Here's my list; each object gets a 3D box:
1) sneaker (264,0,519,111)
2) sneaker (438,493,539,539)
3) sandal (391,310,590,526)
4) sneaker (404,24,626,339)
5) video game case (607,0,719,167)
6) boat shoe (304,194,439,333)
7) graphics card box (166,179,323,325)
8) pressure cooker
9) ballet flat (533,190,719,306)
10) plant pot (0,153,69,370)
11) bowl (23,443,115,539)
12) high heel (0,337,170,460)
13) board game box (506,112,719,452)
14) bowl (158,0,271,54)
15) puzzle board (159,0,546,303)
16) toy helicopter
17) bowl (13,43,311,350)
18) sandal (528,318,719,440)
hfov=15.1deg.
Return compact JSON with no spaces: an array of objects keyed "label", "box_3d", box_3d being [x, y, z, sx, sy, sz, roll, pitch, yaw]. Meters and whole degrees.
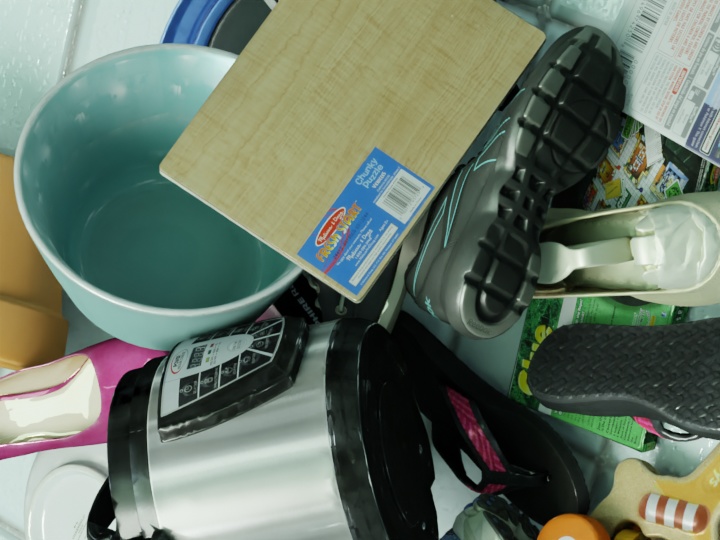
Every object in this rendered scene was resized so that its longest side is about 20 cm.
[{"label":"sneaker","box_3d":[0.019,-0.169,1.705,0.112,0.073,0.200,-43,93,-5]},{"label":"sneaker","box_3d":[0.110,0.238,1.680,0.085,0.077,0.200,-39,83,21]},{"label":"sandal","box_3d":[0.066,0.102,1.724,0.200,0.045,0.075,40,139,30]},{"label":"sneaker","box_3d":[0.086,-0.059,1.617,0.079,0.075,0.201,19,78,54]},{"label":"video game case","box_3d":[0.245,-0.155,1.586,0.182,0.023,0.201,33,105,29]},{"label":"boat shoe","box_3d":[0.000,0.000,1.692,0.062,0.073,0.201,22,119,4]},{"label":"graphics card box","box_3d":[-0.088,0.036,1.806,0.125,0.051,0.200,-40,85,38]},{"label":"pressure cooker","box_3d":[-0.067,0.128,1.622,0.199,0.176,0.180,-12,69,15]},{"label":"ballet flat","box_3d":[0.163,-0.010,1.618,0.199,0.069,0.070,-6,91,36]},{"label":"plant pot","box_3d":[-0.291,-0.015,1.906,0.199,0.200,0.141,11,85,35]},{"label":"bowl","box_3d":[-0.168,0.177,1.886,0.200,0.090,0.203,4,97,36]},{"label":"high heel","box_3d":[-0.217,0.087,1.818,0.199,0.096,0.068,-16,78,39]},{"label":"board game box","box_3d":[0.157,0.001,1.675,0.104,0.023,0.201,20,105,31]},{"label":"bowl","box_3d":[-0.051,-0.114,1.805,0.200,0.039,0.202,4,97,35]},{"label":"puzzle board","box_3d":[-0.004,-0.099,1.632,0.150,0.017,0.201,33,81,13]},{"label":"toy helicopter","box_3d":[0.209,0.149,1.624,0.132,0.079,0.200,45,106,31]},{"label":"bowl","box_3d":[-0.116,-0.030,1.682,0.201,0.200,0.105,48,152,22]},{"label":"sandal","box_3d":[0.187,0.068,1.609,0.199,0.045,0.075,5,57,47]}]
